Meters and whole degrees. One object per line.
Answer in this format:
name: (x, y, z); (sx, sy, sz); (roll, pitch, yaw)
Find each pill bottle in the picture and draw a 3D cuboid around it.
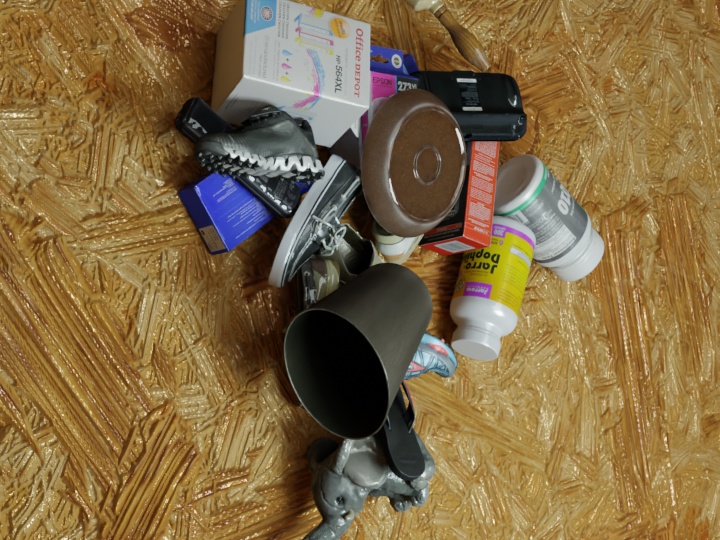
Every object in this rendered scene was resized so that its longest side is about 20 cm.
pill bottle: (0.292, -0.079, 1.987); (0.200, 0.112, 0.114); (43, 58, -30)
pill bottle: (0.194, 0.028, 1.887); (0.104, 0.104, 0.202); (32, 63, -34)

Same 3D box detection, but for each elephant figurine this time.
elephant figurine: (-0.009, 0.266, 1.652); (0.198, 0.155, 0.143); (-4, 129, -36)

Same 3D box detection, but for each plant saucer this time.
plant saucer: (0.082, -0.144, 1.707); (0.199, 0.034, 0.203); (-10, 104, -45)

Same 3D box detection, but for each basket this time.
basket: (0.007, 0.082, 1.595); (0.200, 0.134, 0.182); (-50, 125, -55)

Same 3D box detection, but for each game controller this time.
game controller: (0.154, -0.238, 1.816); (0.198, 0.042, 0.106); (-3, 68, -31)

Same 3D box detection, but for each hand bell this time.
hand bell: (0.120, -0.369, 1.833); (0.104, 0.104, 0.201); (-35, 86, -39)

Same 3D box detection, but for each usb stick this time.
usb stick: (-0.152, -0.141, 1.589); (0.200, 0.032, 0.056); (41, 52, -29)

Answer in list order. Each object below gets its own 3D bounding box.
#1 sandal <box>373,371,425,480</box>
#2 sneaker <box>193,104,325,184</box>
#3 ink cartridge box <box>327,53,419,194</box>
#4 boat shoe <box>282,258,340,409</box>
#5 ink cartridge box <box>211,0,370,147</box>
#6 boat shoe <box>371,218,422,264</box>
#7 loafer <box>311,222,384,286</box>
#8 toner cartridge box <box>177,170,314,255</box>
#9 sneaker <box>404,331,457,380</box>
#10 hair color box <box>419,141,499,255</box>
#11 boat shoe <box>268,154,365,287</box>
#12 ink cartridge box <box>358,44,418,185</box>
sandal: (0.043, 0.177, 1.647); (0.074, 0.045, 0.202); (4, 49, -37)
sneaker: (-0.127, -0.161, 1.551); (0.199, 0.066, 0.092); (4, 77, -45)
ink cartridge box: (0.038, -0.217, 1.802); (0.200, 0.076, 0.138); (-41, 111, -40)
boat shoe: (-0.072, 0.083, 1.668); (0.065, 0.072, 0.204); (9, 84, -16)
ink cartridge box: (-0.078, -0.255, 1.623); (0.198, 0.125, 0.130); (10, 68, -23)
boat shoe: (0.068, -0.092, 1.819); (0.069, 0.074, 0.201); (77, 32, -42)
loafer: (0.000, 0.000, 1.739); (0.199, 0.068, 0.076); (38, 60, -32)
toner cartridge box: (-0.139, -0.112, 1.645); (0.200, 0.043, 0.096); (-40, 111, -38)
sneaker: (0.047, 0.124, 1.769); (0.198, 0.079, 0.097); (24, 74, -27)
hair color box: (0.149, -0.132, 1.872); (0.061, 0.101, 0.203); (18, 71, -36)
boat shoe: (-0.052, -0.056, 1.646); (0.067, 0.074, 0.201); (27, 63, 4)
ink cartridge box: (0.039, -0.211, 1.728); (0.094, 0.037, 0.203); (1, 82, -43)
